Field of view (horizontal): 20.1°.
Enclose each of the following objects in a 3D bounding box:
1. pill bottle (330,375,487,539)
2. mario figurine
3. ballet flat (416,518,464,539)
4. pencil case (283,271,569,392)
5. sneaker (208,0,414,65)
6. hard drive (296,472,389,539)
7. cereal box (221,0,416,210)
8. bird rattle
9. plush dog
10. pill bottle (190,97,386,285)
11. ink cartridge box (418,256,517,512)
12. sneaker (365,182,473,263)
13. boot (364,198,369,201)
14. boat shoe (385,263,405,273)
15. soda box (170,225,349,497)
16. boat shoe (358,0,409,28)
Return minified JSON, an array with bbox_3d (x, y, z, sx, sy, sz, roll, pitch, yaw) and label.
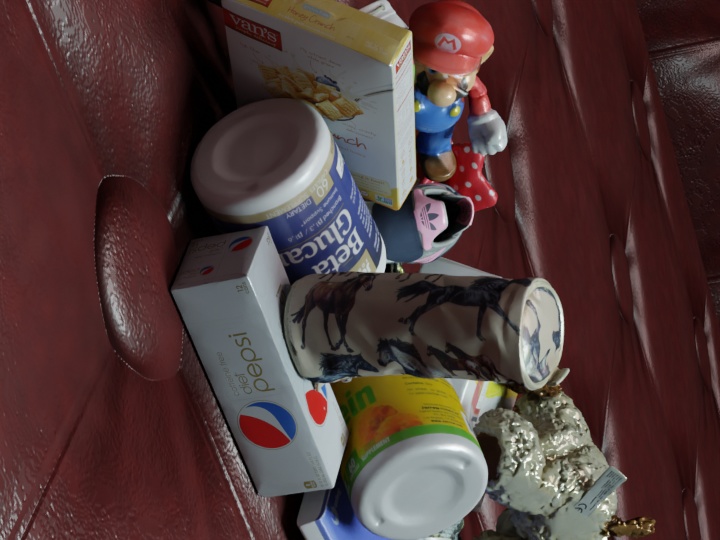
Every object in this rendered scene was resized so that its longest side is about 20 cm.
[{"bbox_3d":[0.022,0.109,1.643,0.111,0.111,0.200,61,4,-45],"label":"pill bottle"},{"bbox_3d":[0.057,-0.138,1.698,0.106,0.123,0.200,53,-28,22],"label":"mario figurine"},{"bbox_3d":[0.060,0.244,1.782,0.200,0.072,0.072,67,19,-67],"label":"ballet flat"},{"bbox_3d":[0.048,0.045,1.469,0.078,0.199,0.090,-65,147,-43],"label":"pencil case"},{"bbox_3d":[-0.054,-0.180,1.595,0.199,0.084,0.077,33,35,-11],"label":"sneaker"},{"bbox_3d":[0.010,0.250,1.667,0.132,0.025,0.201,-74,141,-63],"label":"hard drive"},{"bbox_3d":[-0.029,-0.135,1.540,0.040,0.143,0.200,-59,163,-25],"label":"cereal box"},{"bbox_3d":[0.064,-0.136,1.950,0.163,0.112,0.201,148,-79,-75],"label":"bird rattle"},{"bbox_3d":[0.168,0.175,1.795,0.172,0.159,0.201,-97,-176,-54],"label":"plush dog"},{"bbox_3d":[-0.045,-0.027,1.567,0.200,0.110,0.111,62,25,-44],"label":"pill bottle"},{"bbox_3d":[0.082,0.103,1.823,0.145,0.083,0.201,33,74,-65],"label":"ink cartridge box"},{"bbox_3d":[0.067,-0.041,1.718,0.200,0.082,0.071,-23,101,-67],"label":"sneaker"},{"bbox_3d":[-0.013,-0.103,1.794,0.131,0.067,0.201,-69,144,-48],"label":"boot"},{"bbox_3d":[0.000,0.000,1.737,0.072,0.060,0.201,-57,145,-9],"label":"boat shoe"},{"bbox_3d":[-0.072,0.070,1.512,0.068,0.063,0.201,-73,148,-54],"label":"soda box"},{"bbox_3d":[-0.033,-0.183,1.719,0.200,0.073,0.067,-23,81,-50],"label":"boat shoe"}]
